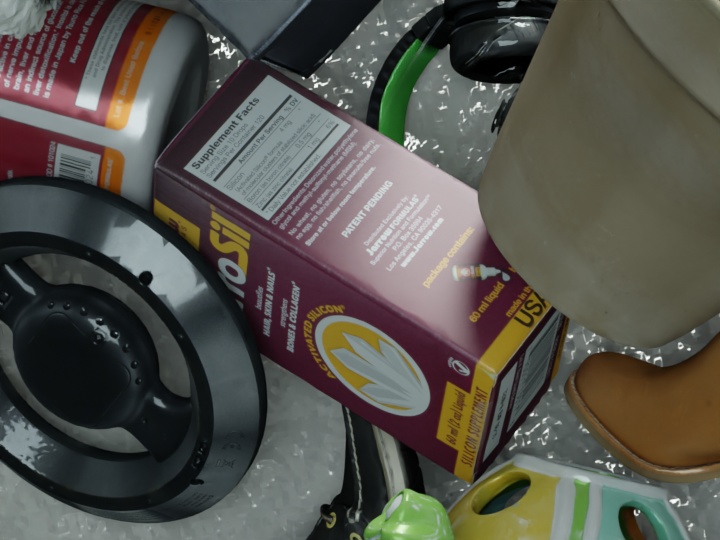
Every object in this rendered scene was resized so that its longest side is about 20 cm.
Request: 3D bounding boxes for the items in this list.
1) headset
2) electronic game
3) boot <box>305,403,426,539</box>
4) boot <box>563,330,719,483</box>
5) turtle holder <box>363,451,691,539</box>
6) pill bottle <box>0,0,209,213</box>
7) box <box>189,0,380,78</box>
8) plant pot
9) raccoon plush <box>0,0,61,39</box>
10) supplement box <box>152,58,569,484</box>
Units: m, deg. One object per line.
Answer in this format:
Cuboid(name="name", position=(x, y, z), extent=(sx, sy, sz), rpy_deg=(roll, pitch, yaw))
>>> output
Cuboid(name="headset", position=(0.081, -0.100, 1.355), extent=(0.200, 0.094, 0.124), rpy_deg=(-37, 63, 20))
Cuboid(name="electronic game", position=(-0.137, 0.042, 1.385), extent=(0.199, 0.042, 0.201), rpy_deg=(14, 126, 21))
Cuboid(name="boot", position=(-0.037, 0.155, 1.407), extent=(0.150, 0.073, 0.201), rpy_deg=(-7, 97, 7))
Cuboid(name="boot", position=(0.190, 0.035, 1.324), extent=(0.200, 0.076, 0.156), rpy_deg=(30, 119, 43))
Cuboid(name="turtle holder", position=(0.078, 0.155, 1.323), extent=(0.185, 0.141, 0.132), rpy_deg=(15, 90, -10))
Cuboid(name="pill bottle", position=(-0.185, -0.098, 1.391), extent=(0.199, 0.113, 0.113), rpy_deg=(16, 94, 5))
Cuboid(name="box", position=(-0.070, -0.204, 1.331), extent=(0.200, 0.197, 0.117), rpy_deg=(45, 95, 3))
Cuboid(name="plant pot", position=(0.149, -0.063, 1.244), extent=(0.200, 0.200, 0.174), rpy_deg=(40, 116, 3))
Cuboid(name="raccoon plush", position=(-0.094, -0.179, 1.167), extent=(0.096, 0.134, 0.201), rpy_deg=(29, 93, 3))
Cuboid(name="supplement box", position=(0.000, 0.000, 1.346), extent=(0.200, 0.111, 0.086), rpy_deg=(31, 59, 15))
